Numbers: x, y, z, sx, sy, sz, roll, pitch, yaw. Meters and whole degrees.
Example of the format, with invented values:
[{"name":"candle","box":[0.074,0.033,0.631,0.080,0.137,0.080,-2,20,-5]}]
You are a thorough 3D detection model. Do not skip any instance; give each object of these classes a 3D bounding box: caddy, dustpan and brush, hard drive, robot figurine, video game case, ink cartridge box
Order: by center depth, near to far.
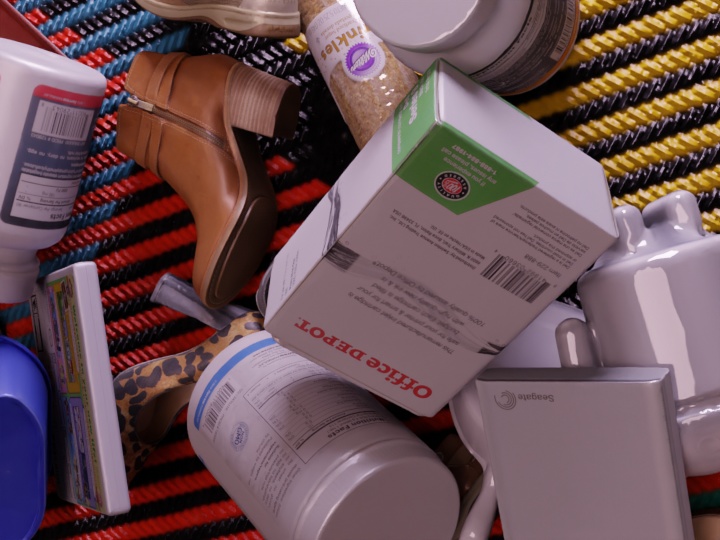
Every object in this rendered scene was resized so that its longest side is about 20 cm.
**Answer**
[{"name":"ink cartridge box","box":[0.047,-0.014,0.789,0.145,0.085,0.200,30,124,-20]},{"name":"hard drive","box":[0.154,0.164,0.795,0.131,0.027,0.203,-3,105,34]},{"name":"robot figurine","box":[0.216,0.051,0.811,0.168,0.113,0.202,-14,85,-3]},{"name":"dustpan and brush","box":[0.109,0.118,0.870,0.138,0.057,0.201,19,63,13]},{"name":"video game case","box":[-0.243,0.101,1.022,0.182,0.022,0.203,-11,87,63]},{"name":"caddy","box":[-0.337,0.149,1.031,0.140,0.105,0.202,-1,117,-17]}]

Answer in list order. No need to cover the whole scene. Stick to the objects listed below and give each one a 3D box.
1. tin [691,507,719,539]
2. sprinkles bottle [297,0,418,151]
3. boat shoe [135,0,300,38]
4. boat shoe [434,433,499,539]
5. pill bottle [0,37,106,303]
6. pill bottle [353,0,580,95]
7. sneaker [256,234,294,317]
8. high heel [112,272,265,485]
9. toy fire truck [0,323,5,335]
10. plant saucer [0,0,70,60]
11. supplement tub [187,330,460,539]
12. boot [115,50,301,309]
[{"name":"tin","box":[0.219,0.239,0.861,0.198,0.042,0.113,-23,87,25]},{"name":"sprinkles bottle","box":[0.006,-0.149,0.910,0.068,0.068,0.202,-33,71,22]},{"name":"boat shoe","box":[-0.114,-0.231,0.952,0.199,0.071,0.065,22,115,43]},{"name":"boat shoe","box":[0.040,0.213,0.929,0.072,0.076,0.201,40,99,21]},{"name":"pill bottle","box":[-0.295,-0.083,1.000,0.119,0.119,0.202,24,102,22]},{"name":"pill bottle","box":[0.074,-0.186,0.818,0.115,0.200,0.118,1,92,25]},{"name":"sneaker","box":[0.000,0.000,0.919,0.198,0.077,0.079,-22,111,25]},{"name":"high heel","box":[-0.139,0.118,1.004,0.141,0.071,0.202,23,98,21]},{"name":"toy fire truck","box":[-0.432,0.067,1.066,0.127,0.200,0.179,-6,90,24]},{"name":"plant saucer","box":[-0.337,-0.139,1.102,0.200,0.037,0.200,42,108,18]},{"name":"supplement tub","box":[-0.033,0.142,0.884,0.200,0.131,0.133,38,109,47]},{"name":"boot","box":[-0.145,-0.082,0.991,0.154,0.077,0.203,16,97,22]}]
